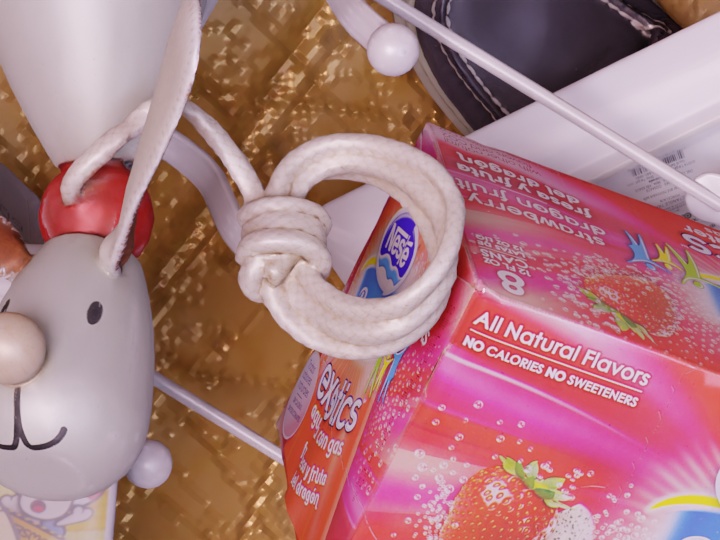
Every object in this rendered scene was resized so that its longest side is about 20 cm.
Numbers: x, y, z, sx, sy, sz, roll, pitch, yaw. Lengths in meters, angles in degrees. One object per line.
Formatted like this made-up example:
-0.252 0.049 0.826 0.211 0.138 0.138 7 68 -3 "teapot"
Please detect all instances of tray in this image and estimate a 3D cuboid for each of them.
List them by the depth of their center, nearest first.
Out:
0.096 -0.016 0.845 0.200 0.022 0.107 -26 124 11 "tray"

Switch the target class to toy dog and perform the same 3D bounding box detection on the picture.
-0.068 -0.059 0.681 0.132 0.200 0.096 -25 150 8 "toy dog"

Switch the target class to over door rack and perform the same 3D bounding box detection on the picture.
0.000 0.000 0.796 0.200 0.067 0.148 27 112 -11 "over door rack"

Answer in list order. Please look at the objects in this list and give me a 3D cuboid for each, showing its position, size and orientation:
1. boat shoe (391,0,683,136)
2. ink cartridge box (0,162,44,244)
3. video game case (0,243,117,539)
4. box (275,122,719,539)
0.093 -0.035 0.885 0.200 0.065 0.072 43 82 -28 "boat shoe"
-0.189 0.019 0.756 0.200 0.050 0.109 -38 118 14 "ink cartridge box"
-0.163 0.074 0.748 0.200 0.023 0.182 2 120 -10 "video game case"
0.089 0.053 0.751 0.200 0.095 0.100 20 112 -17 "box"
